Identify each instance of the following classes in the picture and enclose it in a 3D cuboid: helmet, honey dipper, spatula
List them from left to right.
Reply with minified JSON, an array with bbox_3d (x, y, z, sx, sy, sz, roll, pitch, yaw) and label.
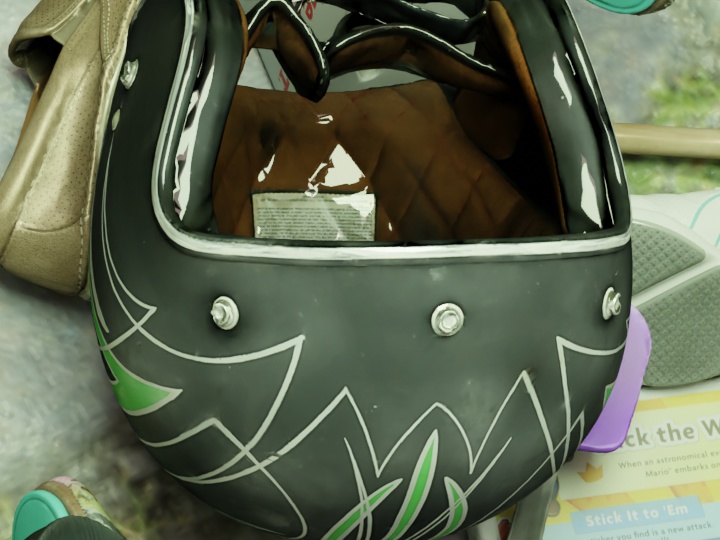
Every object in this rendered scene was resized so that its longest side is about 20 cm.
[{"bbox_3d":[0.000,0.000,0.975,0.200,0.200,0.191,-3,65,-12],"label":"helmet"},{"bbox_3d":[0.058,0.100,1.045,0.056,0.021,0.200,13,82,6],"label":"spatula"},{"bbox_3d":[0.138,-0.049,1.155,0.200,0.038,0.038,4,65,-13],"label":"honey dipper"}]

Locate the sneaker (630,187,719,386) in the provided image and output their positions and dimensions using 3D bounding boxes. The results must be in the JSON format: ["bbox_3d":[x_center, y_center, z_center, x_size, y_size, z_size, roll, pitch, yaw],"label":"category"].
[{"bbox_3d":[0.140,0.000,1.114,0.200,0.071,0.080,6,30,-10],"label":"sneaker"}]

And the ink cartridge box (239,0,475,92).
[{"bbox_3d":[-0.012,-0.171,1.121,0.084,0.146,0.200,-17,70,-18],"label":"ink cartridge box"}]

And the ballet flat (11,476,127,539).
[{"bbox_3d":[-0.072,0.168,1.005,0.071,0.069,0.200,-1,69,-31],"label":"ballet flat"}]

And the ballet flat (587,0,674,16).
[{"bbox_3d":[0.045,-0.171,1.020,0.200,0.068,0.075,37,44,7],"label":"ballet flat"}]

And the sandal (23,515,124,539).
[{"bbox_3d":[-0.036,0.153,0.971,0.200,0.048,0.075,41,41,-27],"label":"sandal"}]

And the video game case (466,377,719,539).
[{"bbox_3d":[0.146,0.127,1.081,0.200,0.023,0.182,-7,67,-12],"label":"video game case"}]

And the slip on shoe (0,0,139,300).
[{"bbox_3d":[-0.102,-0.086,1.107,0.060,0.076,0.200,12,71,-12],"label":"slip on shoe"}]
